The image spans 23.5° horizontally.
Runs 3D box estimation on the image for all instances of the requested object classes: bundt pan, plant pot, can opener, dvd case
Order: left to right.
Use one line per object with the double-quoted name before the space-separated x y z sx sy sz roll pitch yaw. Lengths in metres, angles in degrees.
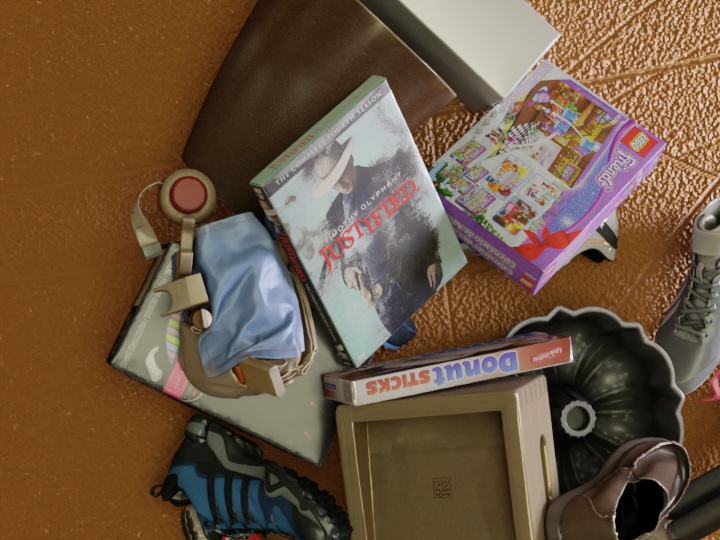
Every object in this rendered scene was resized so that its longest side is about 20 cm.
"plant pot" -0.053 -0.139 1.479 0.187 0.187 0.200 42 95 -7
"dvd case" 0.003 -0.037 1.411 0.146 0.022 0.200 -42 126 -23
"bundt pan" 0.185 0.130 1.556 0.202 0.076 0.202 0 90 -10
"can opener" 0.297 0.223 1.552 0.066 0.053 0.200 26 127 -39

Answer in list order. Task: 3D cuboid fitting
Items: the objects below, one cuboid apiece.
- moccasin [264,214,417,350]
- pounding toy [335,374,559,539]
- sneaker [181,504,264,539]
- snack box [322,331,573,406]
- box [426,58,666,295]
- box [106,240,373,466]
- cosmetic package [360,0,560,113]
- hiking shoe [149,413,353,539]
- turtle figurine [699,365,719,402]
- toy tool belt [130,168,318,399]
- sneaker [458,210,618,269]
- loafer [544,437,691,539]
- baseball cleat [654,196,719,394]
"moccasin" 0.000 0.000 1.483 0.068 0.080 0.200 -41 136 5
"pounding toy" 0.073 0.197 1.463 0.184 0.142 0.200 -6 92 20
"sneaker" -0.080 0.278 1.507 0.085 0.077 0.200 -27 94 -15
"snack box" 0.073 0.082 1.445 0.200 0.072 0.024 -10 94 -20
"box" 0.157 -0.085 1.513 0.137 0.039 0.200 38 57 14
"box" -0.104 0.070 1.488 0.200 0.106 0.122 26 84 -10
"cosmetic package" 0.066 -0.238 1.525 0.200 0.108 0.085 41 81 -9
"hiking shoe" -0.087 0.198 1.439 0.074 0.200 0.087 33 86 -47
"turtle figurine" 0.397 0.121 1.583 0.150 0.101 0.200 -45 106 -25
"toy tool belt" -0.105 0.007 1.374 0.125 0.123 0.200 -20 90 -14
"sneaker" 0.144 -0.030 1.553 0.200 0.074 0.080 -9 93 -10
"loafer" 0.232 0.197 1.448 0.200 0.071 0.073 -28 107 -49
"baseball cleat" 0.309 0.011 1.569 0.070 0.106 0.200 17 75 33
